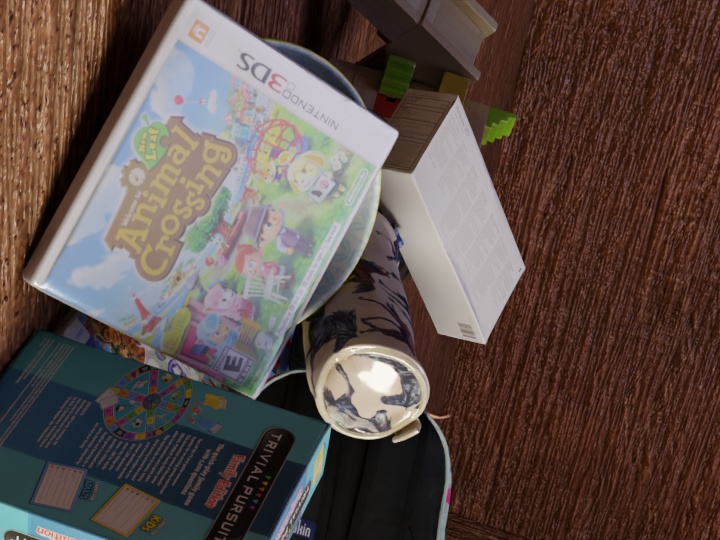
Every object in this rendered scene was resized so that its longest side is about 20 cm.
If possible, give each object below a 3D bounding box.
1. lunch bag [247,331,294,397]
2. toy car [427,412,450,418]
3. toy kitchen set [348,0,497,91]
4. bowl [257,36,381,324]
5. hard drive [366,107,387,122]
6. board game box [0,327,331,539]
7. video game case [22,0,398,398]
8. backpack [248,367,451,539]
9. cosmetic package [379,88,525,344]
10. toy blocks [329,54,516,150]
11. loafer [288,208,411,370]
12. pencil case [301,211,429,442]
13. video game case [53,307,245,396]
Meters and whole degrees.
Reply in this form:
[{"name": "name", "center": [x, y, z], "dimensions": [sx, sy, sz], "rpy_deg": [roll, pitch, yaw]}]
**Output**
[{"name": "lunch bag", "center": [-0.085, 0.026, 1.380], "dimensions": [0.151, 0.094, 0.201], "rpy_deg": [49, 43, -41]}, {"name": "toy car", "center": [-0.017, 0.118, 1.600], "dimensions": [0.177, 0.199, 0.186], "rpy_deg": [167, -61, -69]}, {"name": "toy kitchen set", "center": [0.004, -0.244, 1.609], "dimensions": [0.199, 0.180, 0.164], "rpy_deg": [-27, -148, 42]}, {"name": "bowl", "center": [-0.097, -0.063, 1.150], "dimensions": [0.108, 0.199, 0.202], "rpy_deg": [27, -77, 56]}, {"name": "hard drive", "center": [-0.039, -0.098, 1.387], "dimensions": [0.033, 0.139, 0.200], "rpy_deg": [-58, 167, -15]}, {"name": "board game box", "center": [-0.136, 0.123, 1.029], "dimensions": [0.151, 0.199, 0.047], "rpy_deg": [-60, 165, -52]}, {"name": "video game case", "center": [-0.088, -0.043, 1.083], "dimensions": [0.022, 0.182, 0.201], "rpy_deg": [26, -94, 56]}, {"name": "backpack", "center": [-0.029, 0.177, 1.209], "dimensions": [0.151, 0.176, 0.201], "rpy_deg": [126, -23, -63]}, {"name": "cosmetic package", "center": [0.066, -0.039, 1.333], "dimensions": [0.083, 0.050, 0.201], "rpy_deg": [-57, 142, -28]}, {"name": "toy blocks", "center": [0.026, -0.102, 1.521], "dimensions": [0.100, 0.199, 0.137], "rpy_deg": [109, -2, -53]}, {"name": "loafer", "center": [0.000, 0.000, 1.347], "dimensions": [0.200, 0.071, 0.063], "rpy_deg": [-54, 149, -32]}, {"name": "pencil case", "center": [0.001, 0.034, 1.205], "dimensions": [0.078, 0.089, 0.200], "rpy_deg": [-43, -153, 20]}, {"name": "video game case", "center": [-0.129, 0.042, 1.212], "dimensions": [0.144, 0.018, 0.200], "rpy_deg": [54, 35, -20]}]
